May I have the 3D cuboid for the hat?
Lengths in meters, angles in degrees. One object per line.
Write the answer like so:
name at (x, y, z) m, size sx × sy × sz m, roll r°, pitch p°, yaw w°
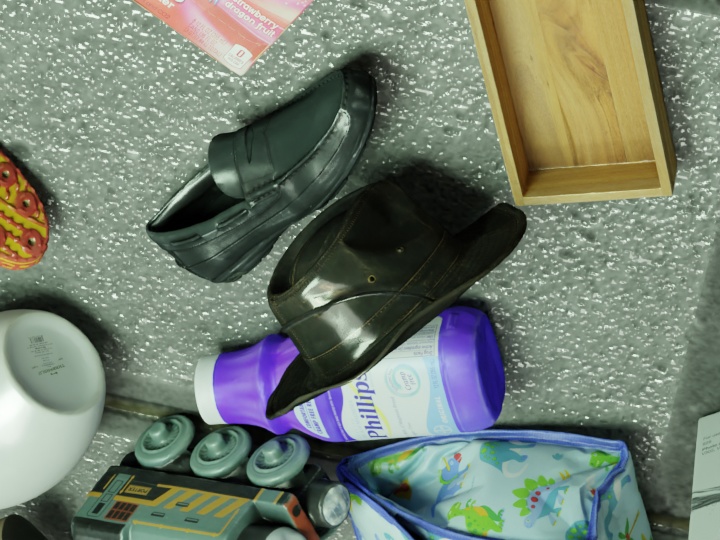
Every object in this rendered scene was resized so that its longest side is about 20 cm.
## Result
hat at (0.000, 0.000, 1.684) m, size 0.200 × 0.201 × 0.081 m, roll -33°, pitch 99°, yaw 34°

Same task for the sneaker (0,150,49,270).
sneaker at (-0.290, -0.061, 1.785) m, size 0.199 × 0.073 × 0.077 m, roll 31°, pitch 152°, yaw -7°

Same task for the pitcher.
pitcher at (-0.274, 0.116, 1.855) m, size 0.200 × 0.171 × 0.122 m, roll -40°, pitch 78°, yaw 39°

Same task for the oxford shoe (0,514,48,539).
oxford shoe at (-0.226, 0.247, 1.953) m, size 0.071 × 0.072 × 0.200 m, roll -19°, pitch 127°, yaw 20°

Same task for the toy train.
toy train at (-0.100, 0.165, 1.860) m, size 0.199 × 0.114 × 0.085 m, roll 6°, pitch 137°, yaw 40°

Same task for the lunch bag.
lunch bag at (0.090, 0.199, 1.867) m, size 0.199 × 0.128 × 0.171 m, roll 6°, pitch 134°, yaw 26°

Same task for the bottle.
bottle at (-0.009, 0.071, 1.813) m, size 0.199 × 0.065 × 0.084 m, roll -5°, pitch 127°, yaw 18°

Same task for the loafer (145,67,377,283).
loafer at (-0.061, -0.061, 1.711) m, size 0.070 × 0.068 × 0.200 m, roll 23°, pitch 136°, yaw -26°

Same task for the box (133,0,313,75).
box at (-0.109, -0.221, 1.573) m, size 0.200 × 0.095 × 0.103 m, roll 35°, pitch 129°, yaw -16°

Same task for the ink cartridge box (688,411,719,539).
ink cartridge box at (0.275, 0.192, 1.757) m, size 0.084 × 0.200 × 0.146 m, roll -23°, pitch 121°, yaw 26°

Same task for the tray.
tray at (0.121, -0.130, 1.633) m, size 0.098 × 0.037 × 0.201 m, roll -4°, pitch 129°, yaw 17°
